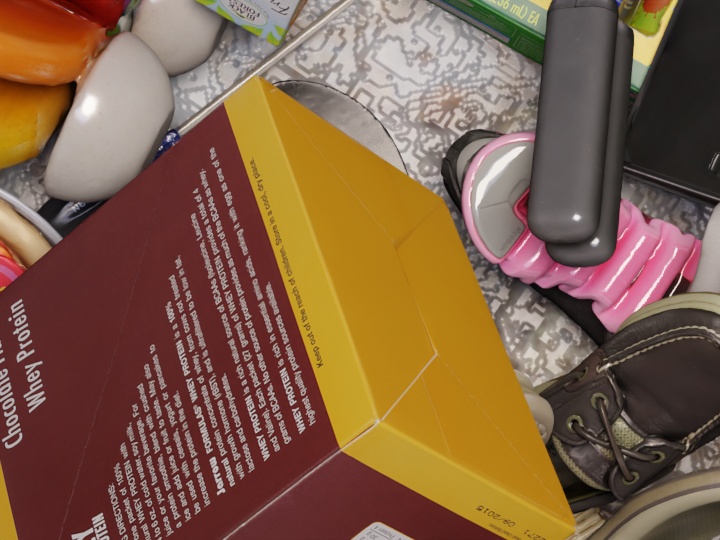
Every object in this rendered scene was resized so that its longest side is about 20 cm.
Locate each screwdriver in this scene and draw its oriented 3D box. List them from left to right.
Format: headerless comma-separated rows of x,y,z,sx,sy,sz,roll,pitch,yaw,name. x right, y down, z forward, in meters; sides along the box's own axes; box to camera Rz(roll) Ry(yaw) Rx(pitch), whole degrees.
-0.073,-0.074,1.303,0.200,0.028,0.029,-34,59,0,screwdriver

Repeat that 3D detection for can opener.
0.086,-0.100,1.209,0.067,0.053,0.201,-2,67,22,can opener

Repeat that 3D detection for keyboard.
0.206,-0.117,1.227,0.127,0.021,0.200,22,86,32,keyboard

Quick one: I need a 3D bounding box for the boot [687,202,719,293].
0.188,0.043,1.244,0.095,0.200,0.074,20,50,14,boot

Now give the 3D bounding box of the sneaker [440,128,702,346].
0.114,-0.003,1.285,0.200,0.095,0.079,42,85,-24,sneaker

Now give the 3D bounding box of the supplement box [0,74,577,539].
-0.050,0.069,1.140,0.200,0.133,0.198,-39,46,20,supplement box

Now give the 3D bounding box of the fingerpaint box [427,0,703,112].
0.122,-0.179,1.297,0.200,0.073,0.167,30,86,0,fingerpaint box

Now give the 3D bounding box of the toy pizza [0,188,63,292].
-0.216,0.043,1.246,0.200,0.032,0.201,-1,115,-1,toy pizza

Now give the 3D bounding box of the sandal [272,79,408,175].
0.000,0.000,1.294,0.075,0.045,0.201,-18,87,-3,sandal

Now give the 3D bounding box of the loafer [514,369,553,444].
0.000,0.077,1.238,0.200,0.076,0.068,-22,62,34,loafer

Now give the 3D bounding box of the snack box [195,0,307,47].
0.001,-0.218,1.224,0.053,0.142,0.200,29,56,0,snack box

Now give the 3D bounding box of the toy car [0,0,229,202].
-0.148,-0.144,1.228,0.175,0.150,0.200,25,49,1,toy car

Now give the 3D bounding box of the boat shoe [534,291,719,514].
0.115,0.073,1.219,0.073,0.200,0.065,44,53,-5,boat shoe

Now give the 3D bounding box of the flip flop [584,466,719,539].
0.127,0.144,1.234,0.200,0.081,0.058,-31,66,19,flip flop

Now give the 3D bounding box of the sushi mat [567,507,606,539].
0.050,0.194,1.298,0.200,0.012,0.096,-33,87,-4,sushi mat
